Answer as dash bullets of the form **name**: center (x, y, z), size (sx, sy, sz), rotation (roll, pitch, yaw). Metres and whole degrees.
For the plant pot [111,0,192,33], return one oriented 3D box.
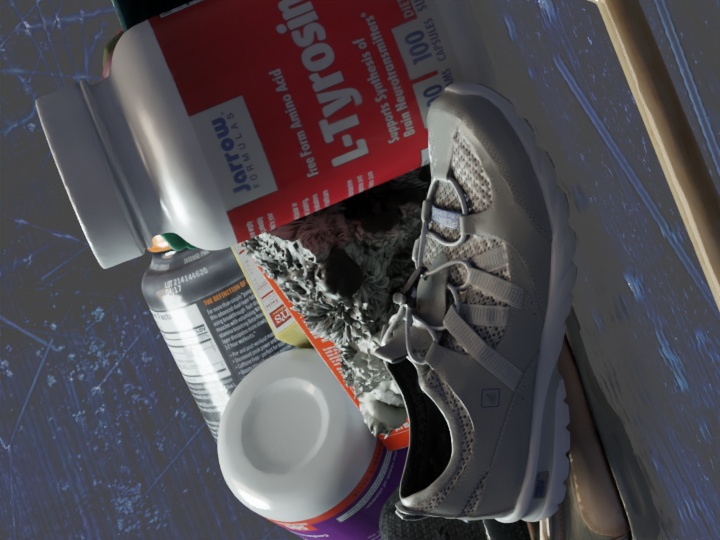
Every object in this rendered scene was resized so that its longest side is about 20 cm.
- **plant pot**: center (-0.085, -0.236, 1.063), size (0.200, 0.140, 0.142), rotation (-102, -7, -64)

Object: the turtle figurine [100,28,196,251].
- **turtle figurine**: center (-0.107, -0.103, 1.117), size (0.200, 0.100, 0.151), rotation (-116, 41, -57)

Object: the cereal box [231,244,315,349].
- **cereal box**: center (-0.053, -0.031, 1.288), size (0.201, 0.039, 0.144), rotation (62, -165, 22)

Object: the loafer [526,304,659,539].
- **loafer**: center (0.078, 0.046, 0.906), size (0.072, 0.062, 0.201), rotation (94, 153, -81)

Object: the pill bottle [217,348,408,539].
- **pill bottle**: center (-0.004, 0.134, 1.268), size (0.200, 0.112, 0.113), rotation (41, -160, -55)

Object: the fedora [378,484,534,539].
- **fedora**: center (0.067, 0.147, 1.012), size (0.201, 0.091, 0.201), rotation (59, -165, -27)

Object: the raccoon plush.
- **raccoon plush**: center (-0.020, -0.007, 0.991), size (0.200, 0.096, 0.135), rotation (37, 149, 37)

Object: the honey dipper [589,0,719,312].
- **honey dipper**: center (0.102, -0.008, 0.547), size (0.038, 0.038, 0.201), rotation (86, 164, -77)

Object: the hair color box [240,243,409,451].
- **hair color box**: center (0.000, 0.000, 1.154), size (0.201, 0.064, 0.111), rotation (57, -154, -32)

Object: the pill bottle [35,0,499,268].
- **pill bottle**: center (-0.044, -0.078, 0.883), size (0.112, 0.199, 0.113), rotation (157, 90, -86)

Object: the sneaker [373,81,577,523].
- **sneaker**: center (0.045, 0.019, 0.829), size (0.075, 0.081, 0.202), rotation (-168, 71, -65)

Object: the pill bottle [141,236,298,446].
- **pill bottle**: center (-0.088, 0.035, 1.352), size (0.106, 0.106, 0.201), rotation (-128, 13, -74)
